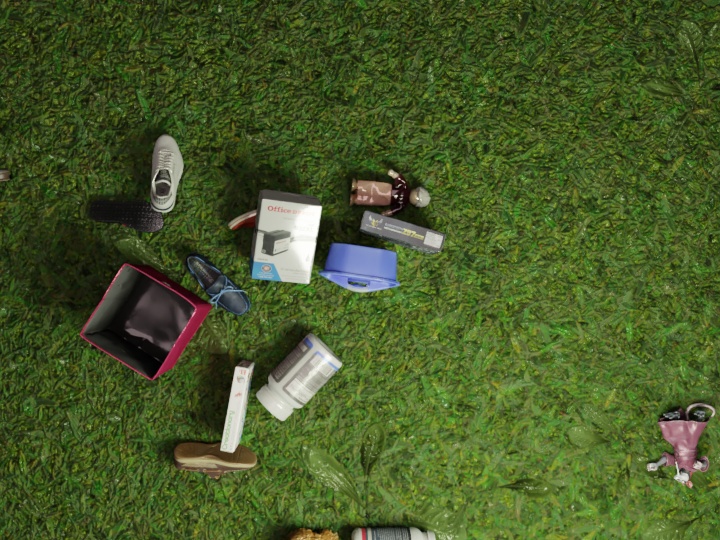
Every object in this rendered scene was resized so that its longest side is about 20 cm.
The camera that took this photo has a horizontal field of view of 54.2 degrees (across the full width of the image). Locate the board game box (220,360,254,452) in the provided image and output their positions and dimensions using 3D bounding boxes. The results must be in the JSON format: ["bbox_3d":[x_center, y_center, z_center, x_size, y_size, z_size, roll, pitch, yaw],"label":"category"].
[{"bbox_3d":[-0.295,0.324,1.695,0.035,0.126,0.200,10,88,-2],"label":"board game box"}]

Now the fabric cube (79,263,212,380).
[{"bbox_3d":[-0.494,0.114,1.656,0.196,0.199,0.200,32,88,0],"label":"fabric cube"}]

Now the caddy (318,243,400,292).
[{"bbox_3d":[0.000,0.000,1.704,0.200,0.141,0.105,8,84,-1],"label":"caddy"}]

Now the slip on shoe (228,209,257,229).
[{"bbox_3d":[-0.226,-0.125,1.734,0.200,0.074,0.061,-12,93,-7],"label":"slip on shoe"}]

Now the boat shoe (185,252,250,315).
[{"bbox_3d":[-0.359,0.040,1.725,0.200,0.069,0.084,38,88,-1],"label":"boat shoe"}]

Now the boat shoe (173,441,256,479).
[{"bbox_3d":[-0.357,0.471,1.729,0.200,0.072,0.072,5,120,-12],"label":"boat shoe"}]

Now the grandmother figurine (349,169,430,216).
[{"bbox_3d":[0.076,-0.192,1.753,0.200,0.061,0.121,6,116,-5],"label":"grandmother figurine"}]

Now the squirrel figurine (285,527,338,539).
[{"bbox_3d":[-0.120,0.725,1.694,0.187,0.142,0.200,32,91,-8],"label":"squirrel figurine"}]

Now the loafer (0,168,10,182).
[{"bbox_3d":[-0.937,-0.186,1.716,0.200,0.073,0.071,-27,101,3],"label":"loafer"}]

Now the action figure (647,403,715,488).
[{"bbox_3d":[0.807,0.444,1.763,0.149,0.134,0.200,-20,106,-44],"label":"action figure"}]

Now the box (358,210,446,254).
[{"bbox_3d":[0.096,-0.090,1.699,0.200,0.158,0.051,17,88,-1],"label":"box"}]

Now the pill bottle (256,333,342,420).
[{"bbox_3d":[-0.151,0.260,1.708,0.114,0.114,0.200,44,88,-1],"label":"pill bottle"}]

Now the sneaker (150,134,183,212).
[{"bbox_3d":[-0.471,-0.244,1.703,0.076,0.081,0.200,0,73,-10],"label":"sneaker"}]

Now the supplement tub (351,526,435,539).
[{"bbox_3d":[0.078,0.693,1.696,0.200,0.140,0.141,0,89,-2],"label":"supplement tub"}]

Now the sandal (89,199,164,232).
[{"bbox_3d":[-0.571,-0.138,1.740,0.200,0.045,0.075,11,83,13],"label":"sandal"}]

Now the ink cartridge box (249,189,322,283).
[{"bbox_3d":[-0.181,-0.080,1.683,0.145,0.084,0.200,6,110,-14],"label":"ink cartridge box"}]
